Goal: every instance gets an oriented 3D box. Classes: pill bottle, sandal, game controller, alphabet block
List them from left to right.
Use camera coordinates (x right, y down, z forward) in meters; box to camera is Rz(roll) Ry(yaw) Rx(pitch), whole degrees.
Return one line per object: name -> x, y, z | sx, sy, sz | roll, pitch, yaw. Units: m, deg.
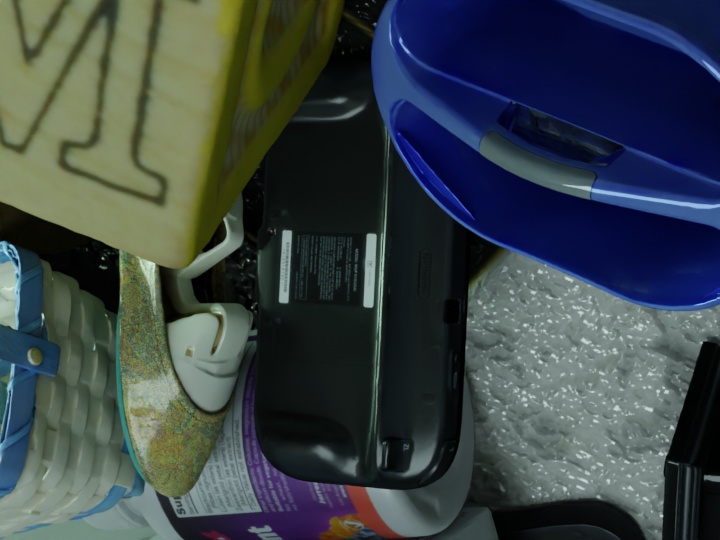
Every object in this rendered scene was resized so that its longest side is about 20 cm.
alphabet block -> -0.113, -0.154, 0.926 | 0.199, 0.196, 0.197 | 22, 130, 7
pill bottle -> -0.051, 0.086, 1.145 | 0.199, 0.112, 0.112 | -7, 123, 28
game controller -> 0.000, 0.000, 1.042 | 0.104, 0.042, 0.202 | 3, 89, 31
sandal -> 0.057, 0.167, 1.208 | 0.199, 0.043, 0.076 | -19, 117, 33

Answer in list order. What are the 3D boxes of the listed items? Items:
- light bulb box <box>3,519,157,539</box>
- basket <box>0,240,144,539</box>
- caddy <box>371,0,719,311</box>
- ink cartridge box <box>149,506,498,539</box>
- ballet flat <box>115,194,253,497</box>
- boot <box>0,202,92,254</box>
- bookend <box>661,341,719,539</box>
light bulb box -> -0.212, 0.248, 1.333 | 0.197, 0.125, 0.201 | 9, 128, 16
basket -> -0.213, 0.058, 1.076 | 0.176, 0.140, 0.199 | -17, 156, 39
caddy -> 0.098, -0.065, 0.937 | 0.199, 0.105, 0.142 | 24, 135, 27
ink cartridge box -> -0.040, 0.185, 1.160 | 0.199, 0.144, 0.085 | -4, 108, 41
ballet flat -> -0.082, 0.005, 1.067 | 0.070, 0.071, 0.201 | -9, 80, 29
boot -> -0.207, -0.090, 1.092 | 0.073, 0.200, 0.156 | -48, 59, 16
bookend -> 0.249, 0.154, 1.082 | 0.199, 0.092, 0.200 | 10, 129, 15
